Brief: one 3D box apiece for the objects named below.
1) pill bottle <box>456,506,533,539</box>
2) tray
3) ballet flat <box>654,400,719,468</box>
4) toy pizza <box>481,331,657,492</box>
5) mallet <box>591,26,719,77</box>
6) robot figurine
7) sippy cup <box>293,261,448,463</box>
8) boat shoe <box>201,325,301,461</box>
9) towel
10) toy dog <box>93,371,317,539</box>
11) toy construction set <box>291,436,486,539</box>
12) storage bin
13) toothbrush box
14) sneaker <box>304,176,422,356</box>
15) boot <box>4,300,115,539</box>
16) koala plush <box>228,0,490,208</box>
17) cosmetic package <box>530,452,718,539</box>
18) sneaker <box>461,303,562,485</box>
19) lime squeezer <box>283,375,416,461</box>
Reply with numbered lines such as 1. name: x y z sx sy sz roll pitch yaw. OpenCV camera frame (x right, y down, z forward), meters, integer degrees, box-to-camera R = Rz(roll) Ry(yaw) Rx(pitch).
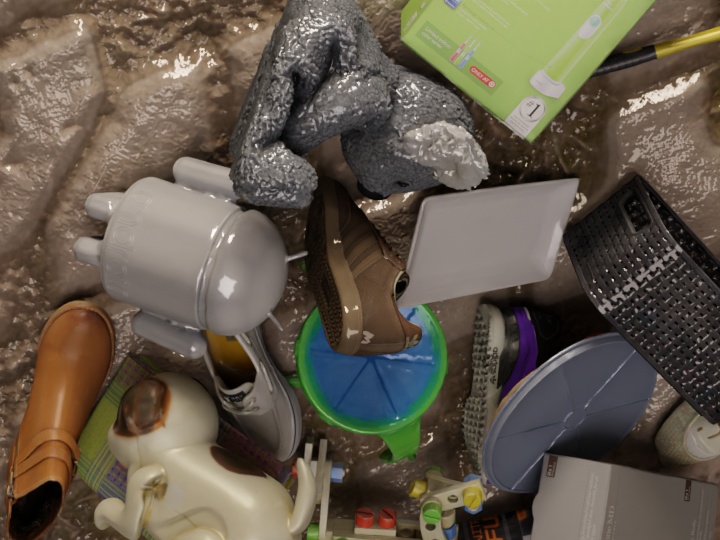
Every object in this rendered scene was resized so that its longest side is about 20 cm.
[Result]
1. pill bottle: 0.130 0.306 1.545 0.199 0.106 0.107 -13 119 2
2. tray: 0.111 -0.030 1.352 0.199 0.022 0.108 -9 122 -40
3. ballet flat: 0.368 0.136 1.494 0.067 0.062 0.200 35 112 -21
4. toy pizza: 0.194 0.131 1.433 0.199 0.032 0.201 -22 139 -20
5. mallet: 0.263 -0.187 1.303 0.199 0.066 0.041 -18 117 6
6. robot figurine: -0.148 -0.011 1.322 0.199 0.113 0.171 17 101 13
7. sippy cup: -0.001 0.078 1.382 0.139 0.130 0.179 13 85 -11
8. boat shoe: -0.111 0.103 1.419 0.070 0.070 0.201 -7 115 20
9. towel: -0.175 0.191 1.444 0.200 0.023 0.144 35 102 12
10. toy dog: -0.153 0.187 1.352 0.194 0.139 0.201 -41 73 27
11. toy construction set: 0.022 0.237 1.477 0.199 0.092 0.132 12 122 13
12. storage bin: 0.288 0.027 1.383 0.094 0.135 0.200 -40 115 17
13. toothbrush box: 0.148 -0.233 1.250 0.145 0.086 0.200 35 112 -14
14. sneaker: 0.000 0.000 1.293 0.075 0.201 0.071 7 133 -18
15. boot: -0.283 0.141 1.393 0.076 0.156 0.201 23 115 -16
16. koala plush: 0.010 -0.130 1.261 0.199 0.177 0.185 20 106 -10
17. cosmetic package: 0.256 0.242 1.466 0.199 0.090 0.108 14 83 -48
18. sneaker: 0.157 0.124 1.468 0.099 0.070 0.201 -2 121 -11
19. lime squeezer: -0.015 0.131 1.476 0.199 0.038 0.071 25 114 -18
